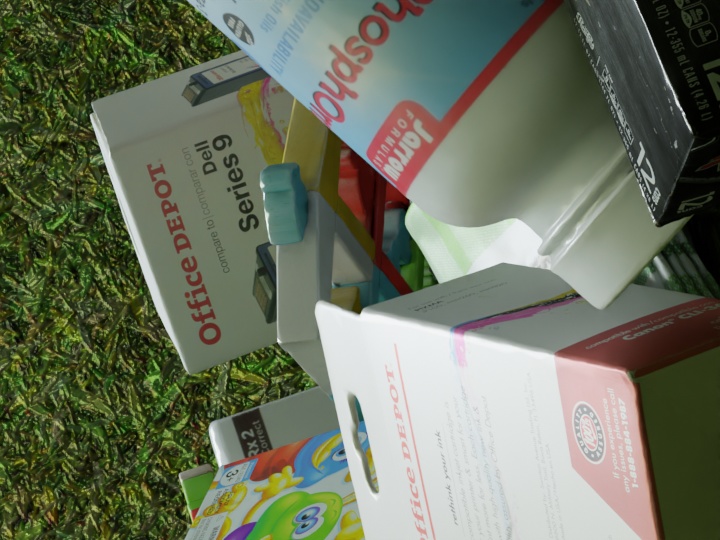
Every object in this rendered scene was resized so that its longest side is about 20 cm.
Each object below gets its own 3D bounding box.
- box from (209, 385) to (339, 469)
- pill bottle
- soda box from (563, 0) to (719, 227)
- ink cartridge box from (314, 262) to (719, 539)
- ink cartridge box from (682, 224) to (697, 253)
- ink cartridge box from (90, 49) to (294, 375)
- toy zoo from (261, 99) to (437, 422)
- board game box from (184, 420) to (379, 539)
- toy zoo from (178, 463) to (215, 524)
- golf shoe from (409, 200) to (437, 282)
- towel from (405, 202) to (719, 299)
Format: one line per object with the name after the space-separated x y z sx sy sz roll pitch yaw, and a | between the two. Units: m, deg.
0.036 0.166 1.291 0.131 0.200 0.199 79 172 -66 | box
0.024 -0.084 0.644 0.200 0.109 0.109 42 172 5 | pill bottle
0.073 -0.119 0.565 0.071 0.063 0.200 91 159 -73 | soda box
0.066 0.064 0.749 0.200 0.067 0.117 13 117 59 | ink cartridge box
0.104 0.003 0.853 0.119 0.042 0.200 -173 66 -84 | ink cartridge box
-0.032 -0.050 1.205 0.088 0.200 0.145 -120 12 -65 | ink cartridge box
0.000 0.000 1.014 0.200 0.020 0.131 52 -143 -57 | toy zoo
0.029 0.128 0.957 0.105 0.200 0.103 58 -149 -23 | board game box
-0.056 0.199 1.137 0.200 0.020 0.131 -123 17 -68 | toy zoo
0.056 -0.065 1.023 0.094 0.078 0.200 -5 -103 -77 | golf shoe
0.083 0.031 0.795 0.200 0.031 0.149 60 150 17 | towel
